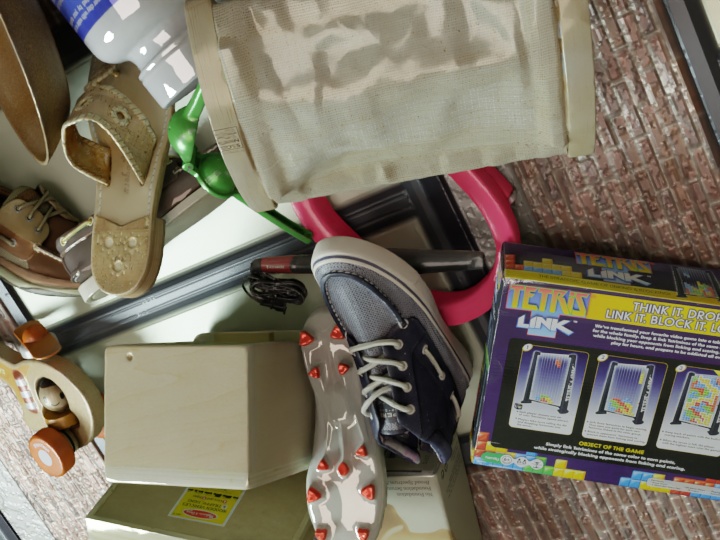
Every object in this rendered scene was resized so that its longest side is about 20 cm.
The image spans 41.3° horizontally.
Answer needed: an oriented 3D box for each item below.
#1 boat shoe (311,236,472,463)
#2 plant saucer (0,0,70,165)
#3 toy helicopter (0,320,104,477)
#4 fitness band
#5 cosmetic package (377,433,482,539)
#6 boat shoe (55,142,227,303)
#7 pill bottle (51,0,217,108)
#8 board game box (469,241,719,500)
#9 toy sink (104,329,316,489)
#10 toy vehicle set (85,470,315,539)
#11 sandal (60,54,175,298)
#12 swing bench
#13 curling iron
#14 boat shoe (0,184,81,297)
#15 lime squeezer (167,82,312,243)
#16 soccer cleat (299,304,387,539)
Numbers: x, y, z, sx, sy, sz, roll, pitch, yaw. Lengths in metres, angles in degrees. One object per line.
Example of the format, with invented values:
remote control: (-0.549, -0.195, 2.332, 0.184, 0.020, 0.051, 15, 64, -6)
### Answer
boat shoe: (0.023, 0.067, 0.707, 0.074, 0.094, 0.200, -11, 139, 34)
plant saucer: (-0.265, -0.179, 0.716, 0.200, 0.035, 0.202, 47, 153, 33)
toy helicopter: (-0.323, 0.094, 0.912, 0.198, 0.079, 0.134, 26, 130, 21)
fitness band: (0.033, -0.047, 0.725, 0.200, 0.037, 0.144, 44, 125, -4)
cosmetic package: (0.050, 0.240, 0.845, 0.103, 0.071, 0.203, -6, 114, 24)
boat shoe: (-0.158, -0.055, 0.757, 0.199, 0.072, 0.060, -38, 85, 14)
pill bottle: (-0.169, -0.218, 0.663, 0.111, 0.112, 0.201, -31, 103, 31)
board game box: (0.188, 0.075, 0.697, 0.196, 0.057, 0.168, 8, 118, 4)
toy sink: (-0.102, 0.107, 0.796, 0.128, 0.199, 0.114, -2, 86, 23)
toy vehicle set: (-0.132, 0.211, 0.868, 0.196, 0.125, 0.027, 6, 119, 18)
sandal: (-0.184, -0.091, 0.698, 0.076, 0.070, 0.216, -7, 80, 19)
swing bench: (0.028, -0.115, 0.559, 0.195, 0.200, 0.132, -8, 106, 10)
curling iron: (0.000, 0.000, 0.731, 0.197, 0.026, 0.050, -9, 136, 22)
boat shoe: (-0.292, -0.034, 0.830, 0.197, 0.076, 0.075, 15, 118, 12)
lime squeezer: (-0.094, -0.086, 0.679, 0.070, 0.038, 0.201, -20, 136, 1)
soccer cleat: (-0.009, 0.128, 0.770, 0.068, 0.077, 0.204, -5, 90, 17)
